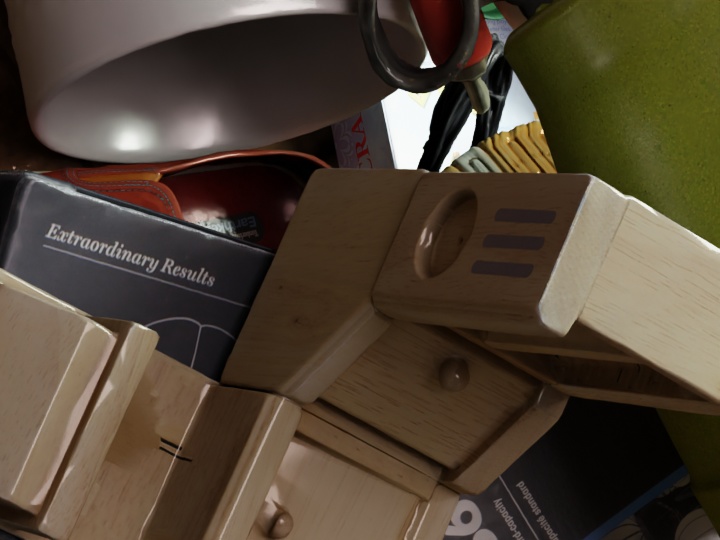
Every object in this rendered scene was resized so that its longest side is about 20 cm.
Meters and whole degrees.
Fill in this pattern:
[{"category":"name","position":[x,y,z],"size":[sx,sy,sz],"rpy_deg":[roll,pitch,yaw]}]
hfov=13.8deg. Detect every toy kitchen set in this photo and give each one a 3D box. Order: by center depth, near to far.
[{"category":"toy kitchen set","position":[-0.020,0.058,0.859],"size":[0.163,0.180,0.201],"rpy_deg":[29,79,-25]}]

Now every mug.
[{"category":"mug","position":[-0.043,-0.148,1.097],"size":[0.199,0.148,0.176],"rpy_deg":[-3,73,-33]}]

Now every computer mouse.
[{"category":"computer mouse","position":[0.000,0.000,1.098],"size":[0.201,0.034,0.059],"rpy_deg":[-62,154,-2]}]

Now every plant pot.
[{"category":"plant pot","position":[0.150,-0.032,0.947],"size":[0.200,0.200,0.193],"rpy_deg":[-35,91,-36]}]

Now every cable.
[{"category":"cable","position":[0.019,-0.142,1.000],"size":[0.097,0.050,0.201],"rpy_deg":[-29,106,2]}]

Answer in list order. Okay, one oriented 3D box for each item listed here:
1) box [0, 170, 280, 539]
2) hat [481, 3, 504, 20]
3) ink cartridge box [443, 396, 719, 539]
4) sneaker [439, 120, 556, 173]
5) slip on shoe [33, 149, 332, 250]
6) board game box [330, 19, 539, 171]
[{"category":"box","position":[-0.091,0.081,0.983],"size":[0.148,0.107,0.201],"rpy_deg":[18,84,-27]},{"category":"hat","position":[0.098,-0.195,1.064],"size":[0.200,0.175,0.166],"rpy_deg":[-24,94,-67]},{"category":"ink cartridge box","position":[0.079,0.090,1.034],"size":[0.200,0.039,0.100],"rpy_deg":[-36,104,-12]},{"category":"sneaker","position":[0.089,-0.018,1.124],"size":[0.200,0.088,0.076],"rpy_deg":[-25,71,-34]},{"category":"slip on shoe","position":[-0.088,-0.008,1.075],"size":[0.199,0.061,0.074],"rpy_deg":[-13,83,-34]},{"category":"board game box","position":[0.082,-0.053,1.211],"size":[0.199,0.041,0.200],"rpy_deg":[-3,77,-34]}]
